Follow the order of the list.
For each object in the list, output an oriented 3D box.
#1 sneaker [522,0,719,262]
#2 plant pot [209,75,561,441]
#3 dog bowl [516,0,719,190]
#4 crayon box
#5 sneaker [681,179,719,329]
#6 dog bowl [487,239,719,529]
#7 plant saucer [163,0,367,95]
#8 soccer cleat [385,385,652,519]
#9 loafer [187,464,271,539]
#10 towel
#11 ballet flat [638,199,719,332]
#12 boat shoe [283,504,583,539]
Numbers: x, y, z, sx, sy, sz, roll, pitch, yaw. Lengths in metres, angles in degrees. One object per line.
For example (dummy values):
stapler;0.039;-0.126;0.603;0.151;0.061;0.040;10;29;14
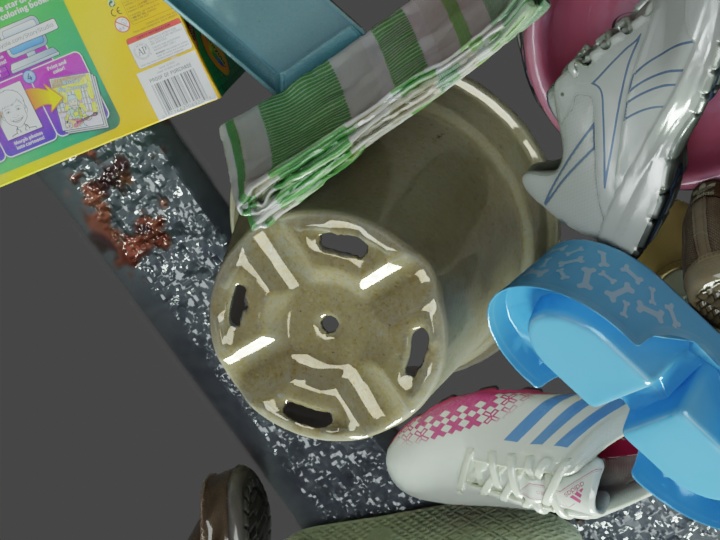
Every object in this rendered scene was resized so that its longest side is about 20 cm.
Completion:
sneaker;0.147;-0.101;1.565;0.087;0.075;0.201;26;113;9
plant pot;0.000;0.000;1.654;0.200;0.184;0.201;5;111;12
dog bowl;0.177;-0.134;1.622;0.199;0.074;0.201;5;112;12
crayon box;-0.183;-0.127;1.718;0.199;0.058;0.119;-20;104;19
sneaker;0.247;0.015;1.641;0.070;0.076;0.200;-22;142;28
dog bowl;0.161;0.060;1.608;0.200;0.050;0.111;42;153;-10
plant saucer;-0.084;-0.172;1.642;0.070;0.019;0.200;-33;130;24
soccer cleat;0.106;0.110;1.717;0.199;0.086;0.070;-12;125;17
loafer;-0.102;0.210;1.816;0.071;0.073;0.201;12;112;8
towel;0.009;-0.109;1.601;0.200;0.153;0.023;-37;110;7
ballet flat;0.215;0.050;1.687;0.069;0.063;0.200;-30;101;23
boat shoe;0.043;0.184;1.775;0.199;0.075;0.062;-9;113;22
